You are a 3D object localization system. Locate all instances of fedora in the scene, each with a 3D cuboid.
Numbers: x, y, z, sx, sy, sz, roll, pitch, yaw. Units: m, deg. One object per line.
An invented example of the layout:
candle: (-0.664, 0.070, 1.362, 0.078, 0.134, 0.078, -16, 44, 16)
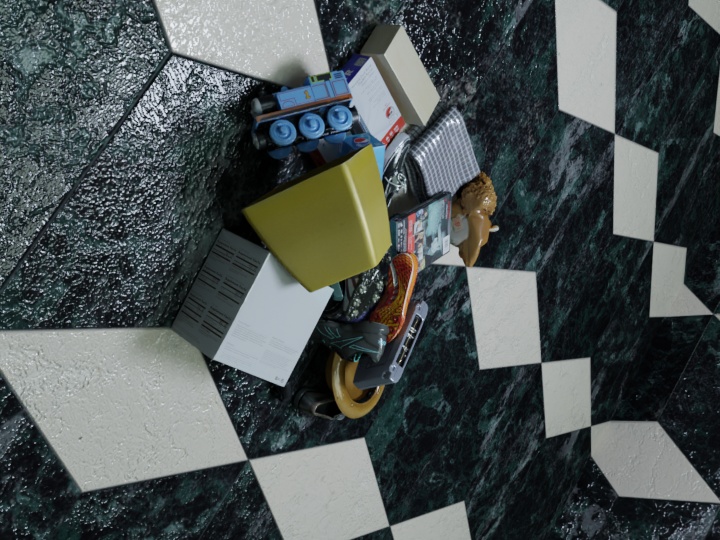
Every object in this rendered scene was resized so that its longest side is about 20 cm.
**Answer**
fedora: (-0.021, 0.217, 1.617, 0.199, 0.081, 0.204, -4, 96, -50)

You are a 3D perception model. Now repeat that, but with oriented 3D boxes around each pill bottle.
pill bottle: (-0.028, 0.050, 1.520, 0.199, 0.111, 0.113, 15, 98, -50)

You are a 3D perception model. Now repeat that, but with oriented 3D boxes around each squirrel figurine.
squirrel figurine: (0.270, -0.125, 1.733, 0.186, 0.141, 0.202, -9, 126, -60)

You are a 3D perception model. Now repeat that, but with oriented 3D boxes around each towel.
towel: (0.172, -0.240, 1.619, 0.166, 0.085, 0.201, -48, 137, -18)

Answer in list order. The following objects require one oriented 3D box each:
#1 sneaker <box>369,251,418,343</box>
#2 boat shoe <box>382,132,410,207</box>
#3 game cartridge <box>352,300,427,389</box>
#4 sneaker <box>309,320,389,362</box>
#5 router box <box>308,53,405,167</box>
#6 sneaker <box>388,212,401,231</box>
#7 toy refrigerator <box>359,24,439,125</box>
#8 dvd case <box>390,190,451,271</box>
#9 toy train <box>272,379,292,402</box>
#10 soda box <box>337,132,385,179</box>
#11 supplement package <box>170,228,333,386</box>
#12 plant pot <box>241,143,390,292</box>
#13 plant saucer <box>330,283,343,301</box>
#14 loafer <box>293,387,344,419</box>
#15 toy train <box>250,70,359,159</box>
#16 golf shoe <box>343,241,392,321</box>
sneaker: (0.076, 0.060, 1.502, 0.077, 0.072, 0.203, -10, 123, -68)
boat shoe: (0.061, -0.180, 1.507, 0.201, 0.068, 0.073, -61, 166, 7)
game cartridge: (0.059, 0.156, 1.539, 0.040, 0.132, 0.202, 45, 53, -24)
sneaker: (-0.039, 0.142, 1.485, 0.075, 0.197, 0.081, 19, 73, -59)
router box: (-0.017, -0.277, 1.421, 0.201, 0.049, 0.180, -53, 139, -14)
sneaker: (0.091, -0.067, 1.586, 0.072, 0.073, 0.200, -46, 158, 7)
toy refrigerator: (0.079, -0.384, 1.462, 0.077, 0.069, 0.200, -60, 141, -17)
dvd case: (0.131, -0.071, 1.577, 0.199, 0.022, 0.148, -30, 128, -41)
toy train: (-0.161, 0.182, 1.488, 0.034, 0.045, 0.203, -25, 125, -37)
soda box: (-0.004, -0.153, 1.403, 0.067, 0.064, 0.203, -15, 129, -28)
supplement package: (-0.191, 0.068, 1.322, 0.191, 0.146, 0.202, 33, 84, -49)
plant pot: (-0.052, -0.081, 1.257, 0.179, 0.197, 0.200, 65, 19, -11)
plant saucer: (-0.071, -0.040, 1.396, 0.019, 0.070, 0.203, -18, 83, -7)
loafer: (-0.064, 0.305, 1.641, 0.199, 0.062, 0.073, 17, 96, -50)
toy train: (-0.100, -0.269, 1.278, 0.197, 0.087, 0.116, -18, 80, -17)
golf shoe: (0.000, 0.000, 1.412, 0.076, 0.088, 0.203, -11, 128, -43)
